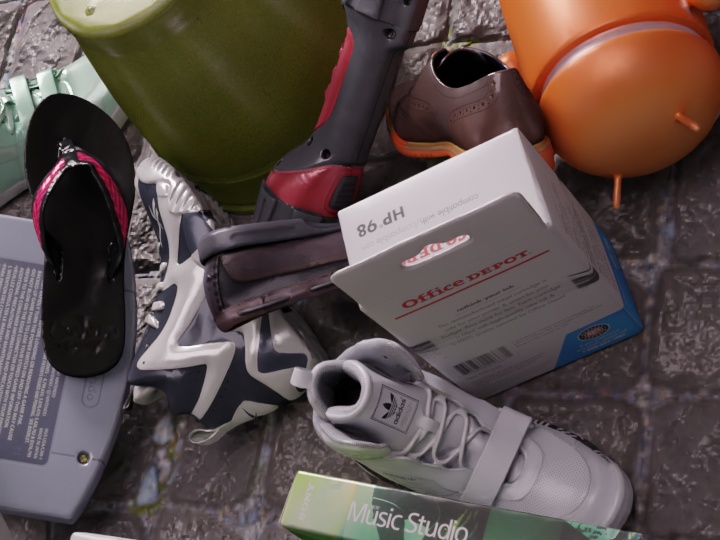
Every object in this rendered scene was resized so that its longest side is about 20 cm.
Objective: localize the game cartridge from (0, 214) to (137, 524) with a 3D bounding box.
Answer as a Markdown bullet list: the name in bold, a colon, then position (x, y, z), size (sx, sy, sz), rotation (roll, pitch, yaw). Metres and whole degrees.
- **game cartridge**: position (-0.221, 0.066, 1.022), size (0.132, 0.042, 0.202), rotation (11, 71, -7)

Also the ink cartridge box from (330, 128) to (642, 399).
- **ink cartridge box**: position (0.068, -0.006, 0.846), size (0.115, 0.200, 0.067), rotation (-24, 58, 17)

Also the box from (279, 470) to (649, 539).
- **box**: position (0.075, 0.159, 0.801), size (0.199, 0.144, 0.037), rotation (4, 65, 31)

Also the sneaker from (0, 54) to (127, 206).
- **sneaker**: position (-0.264, -0.124, 1.141), size (0.200, 0.118, 0.074), rotation (-34, 54, 11)

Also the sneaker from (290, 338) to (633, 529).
- **sneaker**: position (0.051, 0.100, 0.859), size (0.199, 0.115, 0.076), rotation (17, 78, 34)

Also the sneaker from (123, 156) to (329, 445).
- **sneaker**: position (-0.124, 0.028, 1.004), size (0.129, 0.079, 0.200), rotation (-39, 75, 5)

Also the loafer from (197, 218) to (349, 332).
- **loafer**: position (0.000, 0.000, 0.939), size (0.198, 0.072, 0.063), rotation (-6, 76, -6)

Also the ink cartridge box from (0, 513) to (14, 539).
- **ink cartridge box**: position (-0.285, 0.221, 0.952), size (0.145, 0.084, 0.201), rotation (-23, 98, 20)

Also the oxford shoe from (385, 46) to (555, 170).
- **oxford shoe**: position (0.063, -0.107, 0.933), size (0.071, 0.073, 0.200), rotation (-16, 18, -16)

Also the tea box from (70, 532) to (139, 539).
- **tea box**: position (-0.078, 0.268, 0.844), size (0.196, 0.134, 0.201), rotation (3, 70, 31)

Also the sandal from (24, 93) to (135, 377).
- **sandal**: position (-0.187, -0.030, 1.014), size (0.074, 0.045, 0.202), rotation (-5, 73, -6)

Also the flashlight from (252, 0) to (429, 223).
- **flashlight**: position (-0.012, -0.110, 0.973), size (0.067, 0.068, 0.201), rotation (17, 109, -4)

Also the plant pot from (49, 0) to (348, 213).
- **plant pot**: position (-0.105, -0.170, 1.026), size (0.199, 0.193, 0.202), rotation (-12, 62, 24)

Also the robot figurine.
- **robot figurine**: position (0.150, -0.140, 0.916), size (0.143, 0.117, 0.201), rotation (-18, 58, 8)
